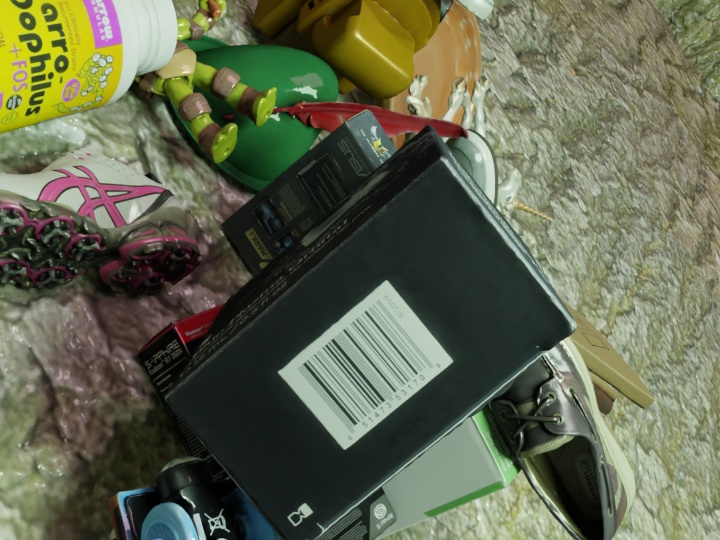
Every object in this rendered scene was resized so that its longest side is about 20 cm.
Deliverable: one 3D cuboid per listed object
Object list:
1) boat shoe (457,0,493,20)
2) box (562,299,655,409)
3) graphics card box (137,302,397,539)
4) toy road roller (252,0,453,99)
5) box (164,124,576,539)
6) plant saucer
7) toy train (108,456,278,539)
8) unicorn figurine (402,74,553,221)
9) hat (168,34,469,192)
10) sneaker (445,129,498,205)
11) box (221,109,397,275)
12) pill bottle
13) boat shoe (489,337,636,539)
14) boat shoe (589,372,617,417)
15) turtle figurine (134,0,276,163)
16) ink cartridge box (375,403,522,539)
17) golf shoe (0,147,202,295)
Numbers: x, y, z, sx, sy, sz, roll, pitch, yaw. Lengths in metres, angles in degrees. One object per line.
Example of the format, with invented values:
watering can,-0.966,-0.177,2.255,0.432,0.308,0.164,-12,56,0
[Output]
boat shoe,0.076,-0.312,0.862,0.069,0.071,0.203,18,38,-49
box,0.242,0.065,1.107,0.198,0.021,0.164,34,17,-33
graphics card box,-0.063,0.120,0.687,0.125,0.051,0.203,-20,79,-57
toy road roller,-0.012,-0.224,0.908,0.122,0.198,0.149,32,49,-31
box,0.006,0.026,0.579,0.118,0.196,0.200,49,10,-8
plant saucer,0.073,-0.204,1.056,0.199,0.037,0.204,-33,131,-48
toy train,-0.088,0.210,0.523,0.086,0.114,0.204,1,63,-48
unicorn figurine,0.101,-0.118,0.935,0.197,0.073,0.141,-6,103,-37
hat,-0.043,-0.175,0.835,0.198,0.175,0.169,27,43,-38
sneaker,0.043,-0.025,0.842,0.083,0.203,0.120,37,39,28
box,0.000,0.000,0.770,0.202,0.157,0.051,55,33,-2
pill bottle,-0.217,-0.151,0.627,0.199,0.104,0.106,-29,87,-46
boat shoe,0.132,0.108,0.674,0.202,0.071,0.065,59,28,-13
boat shoe,0.202,0.121,1.031,0.198,0.070,0.071,32,79,-32
turtle figurine,-0.157,-0.158,0.769,0.161,0.065,0.200,41,46,6
ink cartridge box,0.084,0.125,0.791,0.199,0.144,0.085,-24,84,-57
golf shoe,-0.193,-0.039,0.632,0.199,0.072,0.093,12,47,-60
